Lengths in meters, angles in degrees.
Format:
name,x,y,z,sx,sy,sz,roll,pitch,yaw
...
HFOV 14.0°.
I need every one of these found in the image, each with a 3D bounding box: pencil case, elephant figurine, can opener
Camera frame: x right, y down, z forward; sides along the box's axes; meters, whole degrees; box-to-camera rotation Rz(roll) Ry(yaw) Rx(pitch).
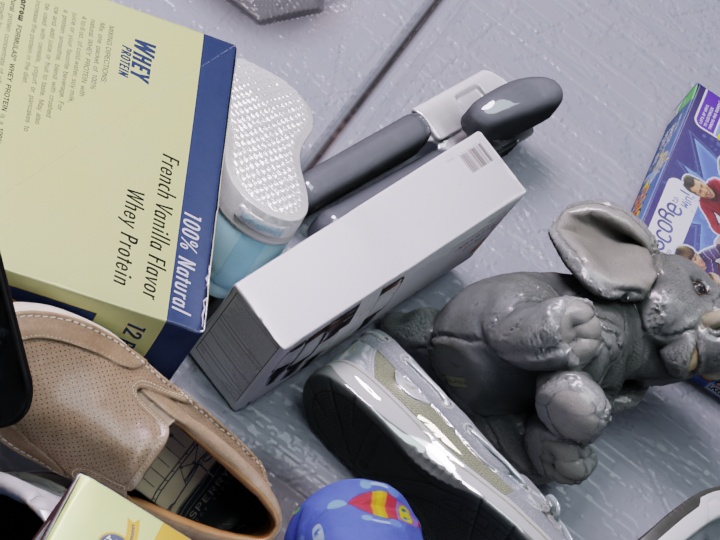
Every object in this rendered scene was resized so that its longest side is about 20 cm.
name,x,y,z,sx,sy,sz,roll,pitch,yaw
pencil case,0.002,0.187,1.497,0.078,0.087,0.200,34,18,-19
elephant figurine,0.149,0.033,1.701,0.200,0.141,0.156,-33,92,-34
can opener,0.036,-0.075,1.760,0.199,0.067,0.053,-31,77,-35

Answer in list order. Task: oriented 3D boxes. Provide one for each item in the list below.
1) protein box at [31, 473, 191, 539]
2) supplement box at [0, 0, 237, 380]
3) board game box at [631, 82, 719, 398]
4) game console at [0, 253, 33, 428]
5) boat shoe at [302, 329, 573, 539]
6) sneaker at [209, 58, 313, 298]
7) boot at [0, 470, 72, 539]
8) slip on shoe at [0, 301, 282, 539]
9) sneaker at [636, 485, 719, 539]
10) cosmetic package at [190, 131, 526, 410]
name,x,y,z,sx,sy,sz,roll,pitch,yaw
protein box,-0.108,0.238,1.362,0.198,0.200,0.135,32,48,-5
supplement box,-0.188,-0.040,1.559,0.199,0.134,0.201,18,52,-17
board game box,0.233,-0.013,1.840,0.135,0.034,0.200,33,48,-5
game console,-0.267,-0.005,1.324,0.172,0.118,0.201,-17,95,-36
boat shoe,0.058,0.115,1.630,0.202,0.075,0.065,41,52,11
sneaker,-0.076,-0.054,1.680,0.074,0.082,0.200,30,25,-14
boot,-0.125,0.164,1.444,0.199,0.074,0.095,32,8,29
slip on shoe,-0.120,0.083,1.467,0.200,0.061,0.076,39,87,-31
sneaker,0.207,0.190,1.631,0.121,0.084,0.200,54,26,14
cosmetic package,0.000,0.000,1.658,0.200,0.083,0.051,-33,81,-34
